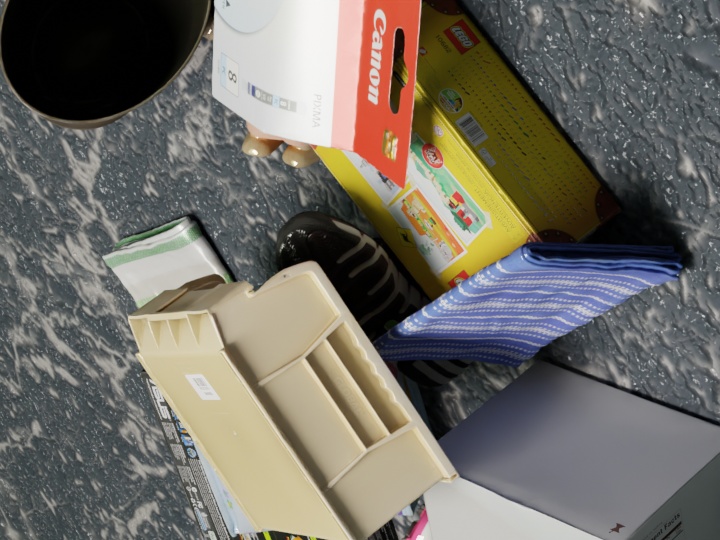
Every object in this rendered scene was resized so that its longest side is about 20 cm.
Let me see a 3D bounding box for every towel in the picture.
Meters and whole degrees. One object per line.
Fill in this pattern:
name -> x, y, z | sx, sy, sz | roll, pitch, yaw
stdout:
towel -> 0.111, 0.028, 1.502 | 0.200, 0.145, 0.024 | -35, 60, 49
towel -> -0.143, 0.053, 1.945 | 0.149, 0.031, 0.200 | -15, 107, 55

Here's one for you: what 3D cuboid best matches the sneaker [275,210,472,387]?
sneaker -> 0.000, 0.000, 1.625 | 0.200, 0.076, 0.116 | 42, -162, -35

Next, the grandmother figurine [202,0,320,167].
grandmother figurine -> -0.064, -0.177, 1.628 | 0.121, 0.061, 0.200 | 10, 129, 11

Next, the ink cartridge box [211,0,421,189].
ink cartridge box -> -0.034, -0.160, 1.484 | 0.200, 0.047, 0.160 | 39, 133, 47

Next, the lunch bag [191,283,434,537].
lunch bag -> -0.051, 0.102, 1.745 | 0.169, 0.127, 0.200 | -8, 113, 21

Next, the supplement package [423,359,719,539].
supplement package -> 0.169, 0.206, 1.590 | 0.191, 0.147, 0.200 | 21, 134, 40

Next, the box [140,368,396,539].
box -> -0.081, 0.165, 1.918 | 0.193, 0.048, 0.200 | -2, 119, 33

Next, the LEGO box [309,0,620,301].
LEGO box -> 0.065, -0.073, 1.536 | 0.200, 0.077, 0.149 | 52, 147, 3

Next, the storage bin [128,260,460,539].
storage bin -> -0.057, 0.091, 1.557 | 0.199, 0.094, 0.200 | 57, 160, -11

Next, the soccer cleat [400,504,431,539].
soccer cleat -> 0.065, 0.270, 1.860 | 0.086, 0.070, 0.200 | 28, 143, 10

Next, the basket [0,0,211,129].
basket -> -0.207, -0.180, 1.691 | 0.136, 0.180, 0.200 | 42, 169, -6
